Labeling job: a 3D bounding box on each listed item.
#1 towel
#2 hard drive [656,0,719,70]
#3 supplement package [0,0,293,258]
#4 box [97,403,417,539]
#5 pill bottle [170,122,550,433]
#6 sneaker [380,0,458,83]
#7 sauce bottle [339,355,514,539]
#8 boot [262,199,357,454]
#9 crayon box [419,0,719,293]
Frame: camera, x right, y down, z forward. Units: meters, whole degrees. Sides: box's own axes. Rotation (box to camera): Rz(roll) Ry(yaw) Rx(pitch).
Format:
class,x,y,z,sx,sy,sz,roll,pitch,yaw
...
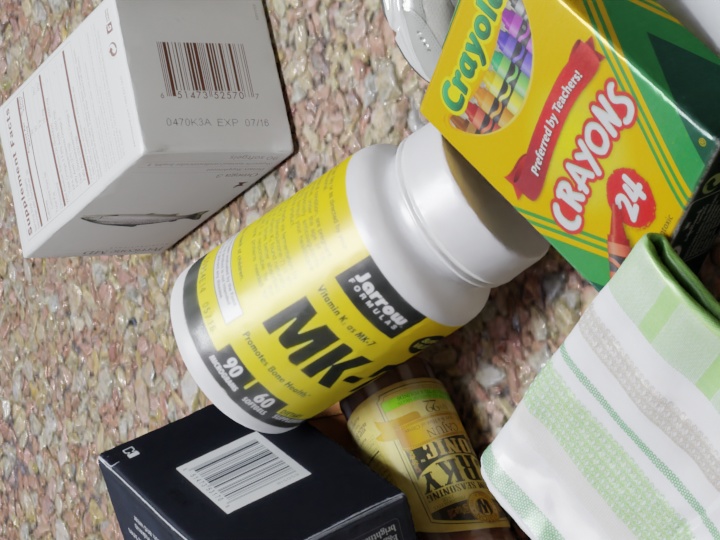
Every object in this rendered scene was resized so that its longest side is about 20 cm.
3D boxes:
class,x,y,z,sx,sy,sz,roll,pitch,yaw
towel,0.141,0.095,1.054,0.149,0.031,0.200,49,139,19
hard drive,0.178,-0.158,1.029,0.200,0.026,0.132,9,100,57
supplement package,-0.151,-0.096,1.451,0.200,0.117,0.117,-33,66,53
box,-0.044,0.201,1.247,0.197,0.117,0.200,31,139,58
pill bottle,0.000,0.000,1.188,0.200,0.114,0.114,-33,63,28
sneaker,0.067,-0.195,1.155,0.092,0.076,0.200,12,104,51
sauce bottle,0.051,0.143,1.216,0.065,0.065,0.200,-56,50,43
boot,-0.018,0.038,1.313,0.200,0.074,0.155,-39,66,55
crayon box,0.105,-0.089,1.066,0.200,0.051,0.127,47,140,26
